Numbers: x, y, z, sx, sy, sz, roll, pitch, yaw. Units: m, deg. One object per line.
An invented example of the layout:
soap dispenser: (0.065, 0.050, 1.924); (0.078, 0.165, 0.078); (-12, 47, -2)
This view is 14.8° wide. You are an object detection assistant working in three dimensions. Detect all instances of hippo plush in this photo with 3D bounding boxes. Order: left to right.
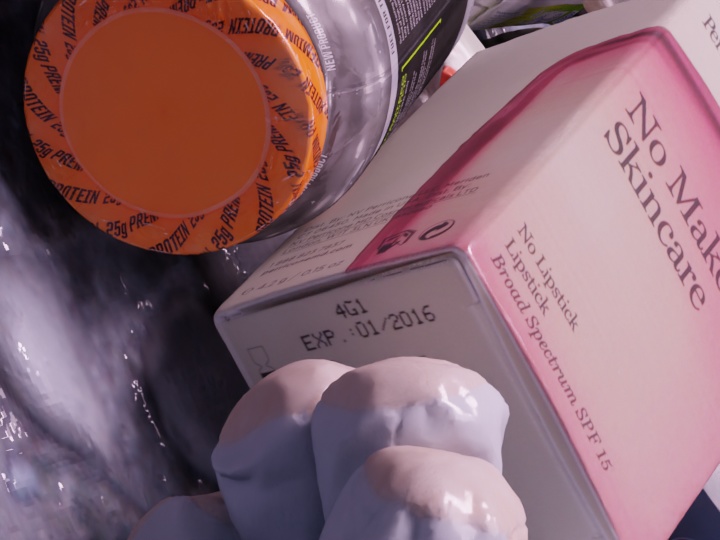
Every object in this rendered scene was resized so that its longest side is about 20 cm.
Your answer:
hippo plush: (0.031, 0.127, 0.782); (0.161, 0.159, 0.200); (29, 36, -26)

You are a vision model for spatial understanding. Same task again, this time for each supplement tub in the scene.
supplement tub: (-0.036, -0.085, 0.947); (0.123, 0.122, 0.200); (59, 23, -11)

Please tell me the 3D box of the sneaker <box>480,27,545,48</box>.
sneaker: (0.094, -0.008, 1.213); (0.089, 0.077, 0.200); (50, 28, -54)

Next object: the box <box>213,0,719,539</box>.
box: (0.065, 0.008, 0.939); (0.128, 0.109, 0.200); (61, 41, -16)

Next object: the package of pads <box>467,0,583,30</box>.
package of pads: (0.033, -0.203, 1.248); (0.200, 0.068, 0.154); (57, 22, 6)

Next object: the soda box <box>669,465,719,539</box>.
soda box: (0.167, 0.117, 1.043); (0.068, 0.063, 0.200); (-44, 105, -30)

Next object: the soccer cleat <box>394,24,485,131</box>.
soccer cleat: (0.020, -0.086, 1.116); (0.200, 0.069, 0.078); (50, 25, -10)

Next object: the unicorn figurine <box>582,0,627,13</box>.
unicorn figurine: (0.144, -0.081, 1.170); (0.074, 0.137, 0.201); (-2, 103, -42)

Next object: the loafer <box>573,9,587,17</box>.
loafer: (0.164, -0.145, 1.485); (0.200, 0.071, 0.073); (48, 28, -32)
